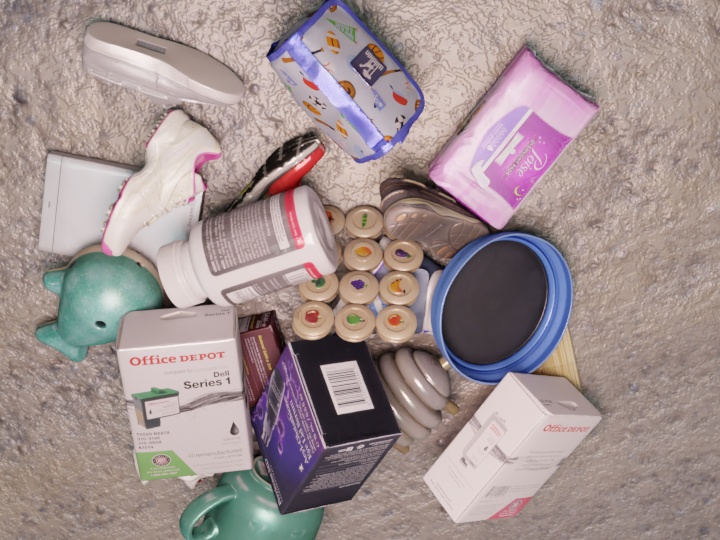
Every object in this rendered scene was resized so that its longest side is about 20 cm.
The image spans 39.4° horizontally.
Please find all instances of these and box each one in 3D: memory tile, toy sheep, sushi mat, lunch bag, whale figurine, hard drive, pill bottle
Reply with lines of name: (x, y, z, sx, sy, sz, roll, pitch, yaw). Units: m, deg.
memory tile: (0.000, 0.000, 1.243, 0.153, 0.200, 0.017, 3, 145, 3)
toy sheep: (0.055, 0.168, 1.327, 0.200, 0.138, 0.138, -42, 104, 7)
sushi mat: (0.237, 0.097, 1.359, 0.096, 0.012, 0.200, -14, 109, 5)
lunch bag: (-0.018, -0.218, 1.154, 0.124, 0.200, 0.170, -40, 103, 13)
whale figurine: (-0.343, 0.058, 1.294, 0.159, 0.104, 0.200, 37, 119, -24)
hard drive: (-0.308, -0.071, 1.297, 0.200, 0.027, 0.132, 11, 109, -4)
pill bottle: (-0.137, -0.021, 1.208, 0.200, 0.111, 0.111, -18, 108, 10)

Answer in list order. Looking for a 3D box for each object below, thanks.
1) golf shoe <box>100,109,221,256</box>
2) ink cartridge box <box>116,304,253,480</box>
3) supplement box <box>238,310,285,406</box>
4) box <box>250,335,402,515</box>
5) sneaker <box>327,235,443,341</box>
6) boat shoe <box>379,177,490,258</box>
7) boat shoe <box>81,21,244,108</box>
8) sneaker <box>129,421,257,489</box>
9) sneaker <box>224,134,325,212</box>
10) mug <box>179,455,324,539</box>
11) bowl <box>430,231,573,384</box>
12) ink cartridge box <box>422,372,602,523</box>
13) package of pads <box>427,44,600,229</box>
golf shoe: (-0.245, -0.097, 1.234, 0.092, 0.075, 0.200, 30, 88, -6)
ink cartridge box: (-0.215, 0.151, 1.248, 0.146, 0.084, 0.200, -6, 119, -4)
supplement box: (-0.197, 0.133, 1.348, 0.200, 0.061, 0.109, -13, 110, 5)
box: (-0.049, 0.193, 1.251, 0.104, 0.148, 0.200, -6, 146, -27)
sneaker: (0.038, 0.069, 1.313, 0.146, 0.081, 0.200, 33, 99, -4)
boat shoe: (0.094, -0.071, 1.237, 0.074, 0.200, 0.073, -32, 62, 24)
boat shoe: (-0.243, -0.234, 1.223, 0.200, 0.072, 0.069, 16, 130, -12)
sneaker: (-0.209, 0.249, 1.367, 0.200, 0.074, 0.089, -9, 81, 4)
sneaker: (-0.103, -0.089, 1.273, 0.085, 0.077, 0.200, 37, 116, -17)
mug: (-0.132, 0.324, 1.350, 0.152, 0.185, 0.114, 28, 106, 16)
bowl: (0.178, 0.045, 1.275, 0.201, 0.039, 0.201, -9, 110, -25)
ink cartridge box: (0.201, 0.233, 1.326, 0.146, 0.083, 0.200, 11, 122, -47)
package of pads: (0.187, -0.162, 1.238, 0.120, 0.076, 0.200, 36, 105, -8)
